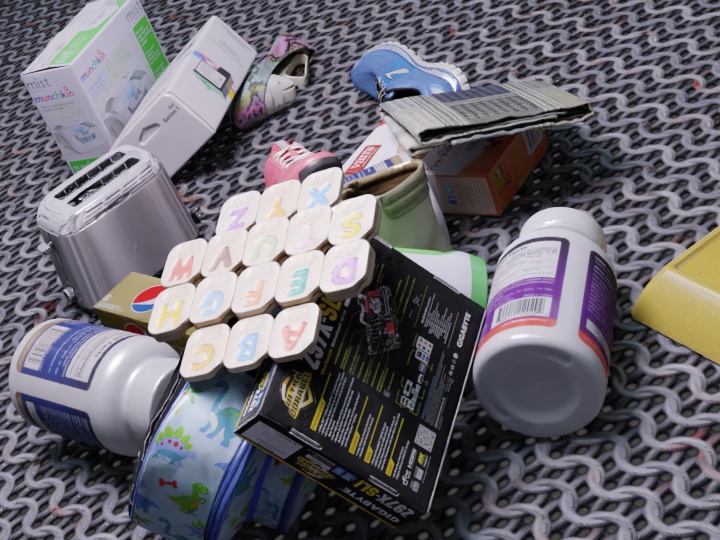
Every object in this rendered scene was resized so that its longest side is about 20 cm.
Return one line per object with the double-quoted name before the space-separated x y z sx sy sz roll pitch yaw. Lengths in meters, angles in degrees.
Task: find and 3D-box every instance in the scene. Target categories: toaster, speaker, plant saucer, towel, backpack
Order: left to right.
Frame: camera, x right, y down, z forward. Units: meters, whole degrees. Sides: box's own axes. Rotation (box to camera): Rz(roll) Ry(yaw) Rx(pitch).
"toaster" -0.278 -0.055 1.528 0.199 0.130 0.113 -38 36 -22
"backpack" -0.096 0.133 1.085 0.146 0.184 0.201 26 54 6
"speaker" 0.010 0.018 1.168 0.197 0.089 0.089 5 34 -4
"towel" 0.127 -0.162 1.383 0.190 0.035 0.200 -9 16 -7
"plant saucer" 0.360 0.002 1.120 0.199 0.049 0.199 -34 34 -17

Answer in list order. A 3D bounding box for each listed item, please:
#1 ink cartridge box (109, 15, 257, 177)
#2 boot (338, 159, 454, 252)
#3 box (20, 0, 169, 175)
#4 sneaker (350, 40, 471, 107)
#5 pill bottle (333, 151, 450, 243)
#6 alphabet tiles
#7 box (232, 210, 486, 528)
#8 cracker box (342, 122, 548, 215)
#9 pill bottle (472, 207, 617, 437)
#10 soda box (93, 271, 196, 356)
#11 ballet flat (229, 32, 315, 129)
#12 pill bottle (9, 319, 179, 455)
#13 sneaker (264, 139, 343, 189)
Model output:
"ink cartridge box" -0.231 -0.220 1.732 0.144 0.084 0.201 -39 20 36
"boot" 0.000 0.000 1.247 0.199 0.156 0.072 -32 33 -16
"box" -0.353 -0.254 1.822 0.096 0.178 0.201 -4 36 27
"sneaker" 0.046 -0.223 1.617 0.089 0.079 0.199 -35 34 -23
"pill bottle" -0.017 -0.033 1.349 0.198 0.112 0.111 -24 32 -2
"alphabet tiles" -0.077 -0.002 1.040 0.198 0.015 0.197 -13 44 24
"box" 0.006 0.076 1.040 0.049 0.159 0.202 -38 26 51
"cracker box" 0.091 -0.124 1.462 0.198 0.058 0.134 3 39 36
"pill bottle" 0.164 0.036 1.134 0.110 0.112 0.201 -8 35 22
"soda box" -0.184 0.060 1.359 0.198 0.068 0.064 11 44 42
"ballet flat" -0.111 -0.259 1.790 0.070 0.070 0.201 12 42 14
"pill bottle" -0.236 0.114 1.259 0.198 0.112 0.111 9 44 40
"sneaker" -0.075 -0.104 1.426 0.073 0.088 0.200 -19 -6 -18
